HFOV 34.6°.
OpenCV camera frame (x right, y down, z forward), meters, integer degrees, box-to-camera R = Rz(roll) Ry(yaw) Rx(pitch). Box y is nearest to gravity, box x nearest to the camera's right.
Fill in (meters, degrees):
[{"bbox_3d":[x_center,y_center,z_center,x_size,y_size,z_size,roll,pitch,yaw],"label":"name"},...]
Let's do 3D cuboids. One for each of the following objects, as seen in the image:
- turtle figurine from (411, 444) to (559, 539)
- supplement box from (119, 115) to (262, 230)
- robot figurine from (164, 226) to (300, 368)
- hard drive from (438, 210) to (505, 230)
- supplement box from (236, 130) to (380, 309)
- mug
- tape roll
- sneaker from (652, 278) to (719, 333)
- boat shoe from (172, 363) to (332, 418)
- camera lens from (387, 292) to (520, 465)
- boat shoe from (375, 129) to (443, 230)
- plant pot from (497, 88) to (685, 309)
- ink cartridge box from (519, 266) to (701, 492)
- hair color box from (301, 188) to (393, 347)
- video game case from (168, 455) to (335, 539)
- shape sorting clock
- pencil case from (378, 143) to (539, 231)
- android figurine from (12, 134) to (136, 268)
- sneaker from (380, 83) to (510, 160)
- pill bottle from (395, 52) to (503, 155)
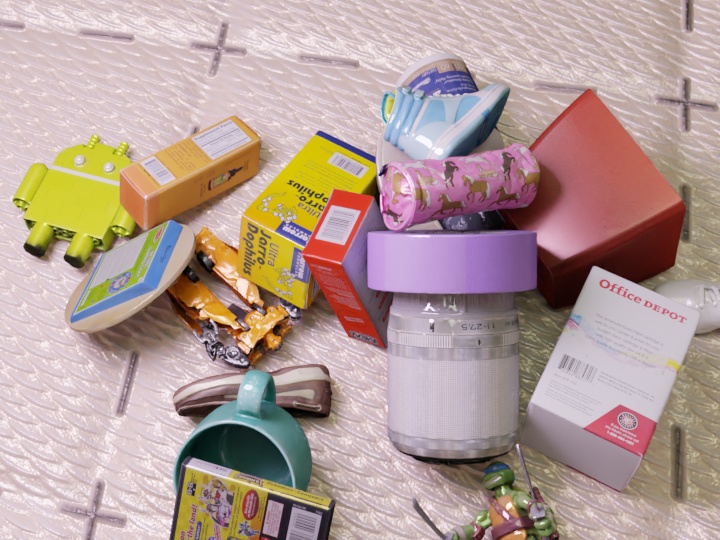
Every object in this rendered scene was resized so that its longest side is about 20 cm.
[{"bbox_3d":[0.159,0.316,1.303,0.142,0.200,0.196,-24,74,5],"label":"turtle figurine"},{"bbox_3d":[-0.228,-0.134,1.563,0.199,0.067,0.069,-29,60,-31],"label":"supplement box"},{"bbox_3d":[-0.171,0.040,1.507,0.145,0.058,0.200,-42,69,-17],"label":"robot figurine"},{"bbox_3d":[0.095,-0.093,1.523,0.033,0.140,0.201,-11,58,-40],"label":"hard drive"},{"bbox_3d":[-0.063,-0.069,1.498,0.108,0.110,0.201,26,48,13],"label":"supplement box"},{"bbox_3d":[-0.122,0.219,1.357,0.152,0.114,0.185,44,108,0],"label":"mug"},{"bbox_3d":[0.106,-0.013,1.342,0.196,0.200,0.067,0,94,2],"label":"tape roll"},{"bbox_3d":[0.474,0.039,1.470,0.197,0.089,0.076,10,65,7],"label":"sneaker"},{"bbox_3d":[-0.132,0.168,1.436,0.199,0.075,0.076,-9,69,-3],"label":"boat shoe"},{"bbox_3d":[0.110,0.120,1.371,0.157,0.160,0.204,0,93,2],"label":"camera lens"},{"bbox_3d":[0.062,-0.082,1.486,0.071,0.060,0.203,-17,82,-18],"label":"boat shoe"},{"bbox_3d":[0.279,-0.069,1.480,0.175,0.200,0.201,-33,66,-4],"label":"plant pot"},{"bbox_3d":[0.301,0.131,1.398,0.144,0.145,0.202,25,67,14],"label":"ink cartridge box"},{"bbox_3d":[0.000,0.000,1.438,0.060,0.201,0.102,13,62,27],"label":"hair color box"},{"bbox_3d":[-0.132,0.329,1.313,0.178,0.026,0.203,14,107,9],"label":"video game case"},{"bbox_3d":[-0.295,0.009,1.487,0.198,0.039,0.201,-29,28,16],"label":"shape sorting clock"},{"bbox_3d":[0.117,-0.100,1.360,0.197,0.084,0.087,-12,45,-27],"label":"pencil case"},{"bbox_3d":[-0.381,-0.101,1.586,0.179,0.041,0.202,15,61,11],"label":"android figurine"},{"bbox_3d":[0.102,-0.208,1.471,0.130,0.080,0.200,32,44,15],"label":"sneaker"},{"bbox_3d":[0.130,-0.188,1.580,0.109,0.111,0.202,-19,64,-7],"label":"pill bottle"}]
